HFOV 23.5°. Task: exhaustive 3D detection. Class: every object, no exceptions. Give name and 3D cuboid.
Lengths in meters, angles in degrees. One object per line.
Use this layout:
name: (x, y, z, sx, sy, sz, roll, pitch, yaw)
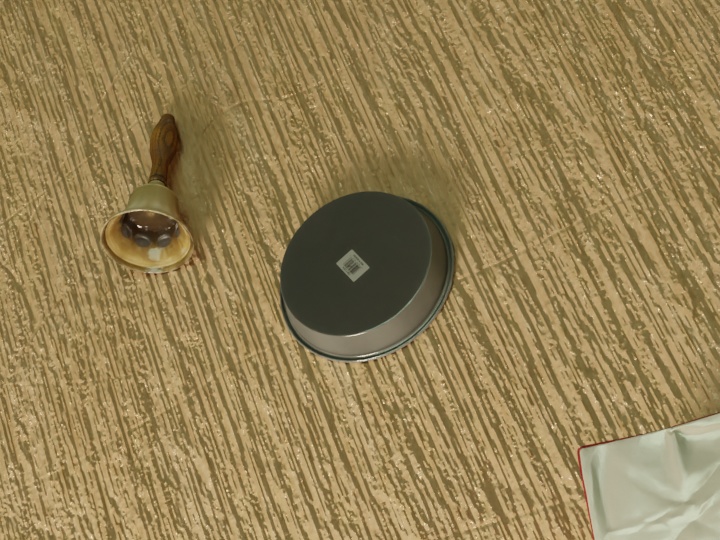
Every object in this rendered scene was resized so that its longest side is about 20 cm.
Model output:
storage cube: (0.299, 0.238, 1.485, 0.171, 0.180, 0.200, -16, 59, 15)
hand bell: (-0.233, -0.105, 1.984, 0.104, 0.104, 0.200, -13, 46, 17)
cake pan: (0.000, 0.000, 1.836, 0.200, 0.037, 0.200, -11, 60, 18)
